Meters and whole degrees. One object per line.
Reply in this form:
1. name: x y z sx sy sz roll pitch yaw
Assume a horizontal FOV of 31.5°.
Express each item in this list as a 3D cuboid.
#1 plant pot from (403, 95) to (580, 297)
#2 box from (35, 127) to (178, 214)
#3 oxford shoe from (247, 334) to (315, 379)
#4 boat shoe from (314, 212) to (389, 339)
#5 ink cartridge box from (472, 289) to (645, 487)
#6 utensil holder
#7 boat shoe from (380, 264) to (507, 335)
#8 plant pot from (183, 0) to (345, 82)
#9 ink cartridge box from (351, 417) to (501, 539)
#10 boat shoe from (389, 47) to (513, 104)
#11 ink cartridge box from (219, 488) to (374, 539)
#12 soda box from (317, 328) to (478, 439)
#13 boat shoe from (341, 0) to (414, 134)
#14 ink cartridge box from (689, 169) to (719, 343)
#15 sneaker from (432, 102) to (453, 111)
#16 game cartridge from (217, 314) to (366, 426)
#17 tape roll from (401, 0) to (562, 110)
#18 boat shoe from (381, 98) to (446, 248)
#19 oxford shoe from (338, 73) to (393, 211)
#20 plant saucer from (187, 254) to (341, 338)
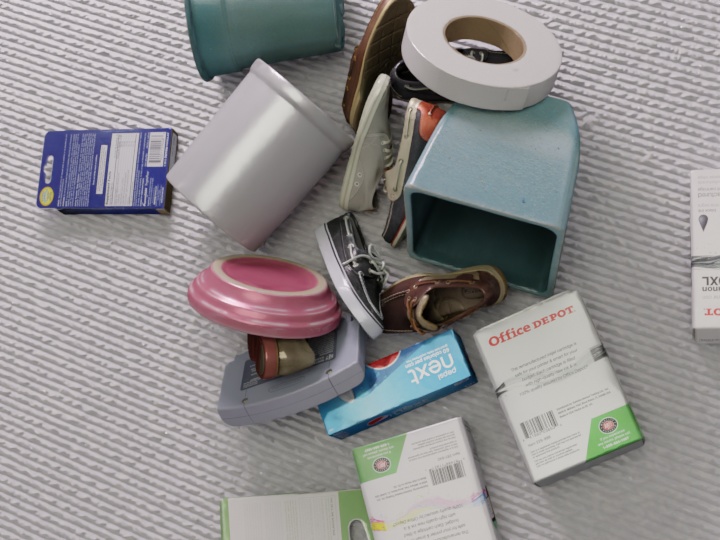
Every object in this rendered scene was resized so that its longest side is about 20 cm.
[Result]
1. plant pot: 0.179 -0.115 1.590 0.195 0.196 0.201 17 67 11
2. box: -0.361 -0.141 1.819 0.199 0.032 0.122 1 77 13
3. oxford shoe: -0.105 0.088 1.644 0.074 0.200 0.071 -1 112 -13
4. boat shoe: 0.001 0.001 1.650 0.068 0.074 0.200 -31 42 7
5. ink cartridge box: 0.244 0.145 1.568 0.145 0.084 0.201 -23 73 8
6. utensil holder: -0.135 -0.150 1.695 0.170 0.170 0.200 41 93 19
7. boat shoe: 0.086 0.044 1.609 0.199 0.072 0.072 -13 101 33
8. plant pot: -0.125 -0.366 1.735 0.195 0.200 0.201 -4 76 6
9. ink cartridge box: 0.088 0.300 1.572 0.144 0.084 0.201 -18 73 8
10. boat shoe: 0.135 -0.250 1.634 0.199 0.063 0.073 -3 81 6
11. ink cartridge box: -0.076 0.356 1.625 0.199 0.048 0.146 -3 76 -10
12. soda box: 0.044 0.147 1.631 0.199 0.064 0.068 -23 73 8
13. boat shoe: 0.015 -0.278 1.693 0.068 0.072 0.201 48 133 39
14. ink cartridge box: 0.474 -0.017 1.545 0.144 0.084 0.201 -1 77 15
15. sneaker: 0.089 -0.257 1.705 0.200 0.075 0.100 42 89 19
16. game cartridge: -0.086 0.132 1.637 0.199 0.042 0.133 -20 34 14
17. tape roll: 0.151 -0.272 1.580 0.202 0.037 0.203 8 43 -7
18. boat shoe: 0.063 -0.124 1.654 0.062 0.071 0.201 24 116 8
19. oxford shoe: 0.019 -0.163 1.671 0.057 0.075 0.201 16 121 4
20. plant saucer: -0.119 0.027 1.629 0.200 0.200 0.051 18 108 18
